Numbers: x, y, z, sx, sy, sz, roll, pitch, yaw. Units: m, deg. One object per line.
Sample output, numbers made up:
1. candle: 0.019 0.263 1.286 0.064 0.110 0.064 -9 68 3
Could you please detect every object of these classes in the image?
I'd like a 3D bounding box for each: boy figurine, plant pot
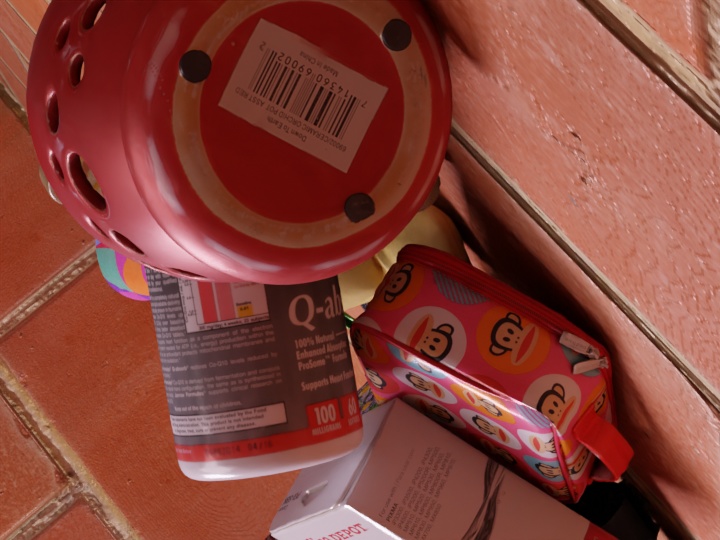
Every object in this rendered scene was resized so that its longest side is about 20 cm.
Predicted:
1. boy figurine: 0.000 0.000 1.505 0.199 0.124 0.065 -21 104 41
2. plant pot: -0.062 -0.086 1.178 0.201 0.200 0.182 54 169 -20

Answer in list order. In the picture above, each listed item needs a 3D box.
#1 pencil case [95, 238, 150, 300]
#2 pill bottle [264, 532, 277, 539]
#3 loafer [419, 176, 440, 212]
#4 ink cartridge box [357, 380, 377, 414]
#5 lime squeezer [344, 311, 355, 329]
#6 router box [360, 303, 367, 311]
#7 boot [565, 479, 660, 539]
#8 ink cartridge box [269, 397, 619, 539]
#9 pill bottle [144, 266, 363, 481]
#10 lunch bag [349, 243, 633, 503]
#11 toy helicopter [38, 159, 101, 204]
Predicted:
1. pencil case: -0.106 -0.019 1.513 0.089 0.088 0.199 54 154 -21
2. pill bottle: -0.025 0.231 1.642 0.113 0.200 0.113 45 178 2
3. loafer: -0.007 -0.066 1.397 0.069 0.075 0.200 59 170 -15
4. ink cartridge box: 0.058 0.136 1.613 0.109 0.050 0.200 48 178 -13
5. lime squeezer: 0.070 0.093 1.787 0.200 0.038 0.071 40 177 18
6. router box: 0.057 0.051 1.639 0.149 0.051 0.200 44 171 43
7. boot: 0.188 0.222 1.580 0.168 0.076 0.200 48 165 -4
8. ink cartridge box: 0.060 0.177 1.445 0.199 0.083 0.147 33 157 -12
9. pill bottle: -0.069 0.017 1.342 0.116 0.115 0.202 -174 74 -79
10. lunch bag: 0.090 0.075 1.387 0.175 0.082 0.200 28 165 17
11. toy helicopter: -0.124 -0.119 1.365 0.079 0.200 0.132 50 -174 34
